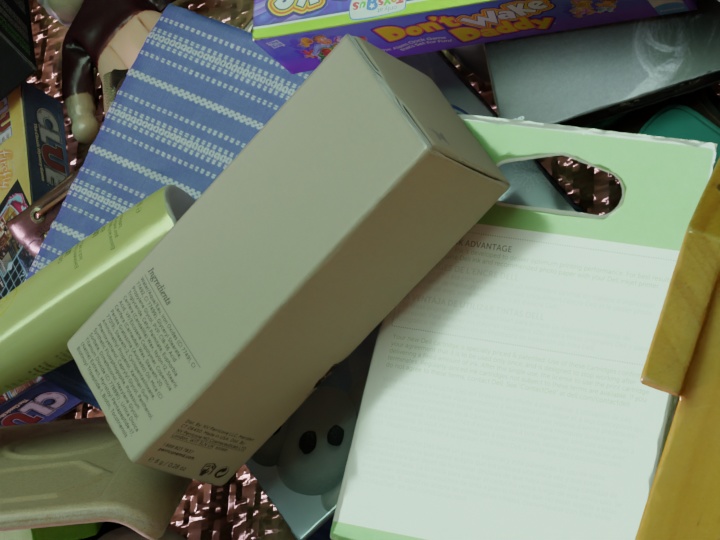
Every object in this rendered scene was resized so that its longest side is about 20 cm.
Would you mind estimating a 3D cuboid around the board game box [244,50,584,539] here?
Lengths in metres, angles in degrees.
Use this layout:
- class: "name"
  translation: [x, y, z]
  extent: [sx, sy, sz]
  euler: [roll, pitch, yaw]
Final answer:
- class: "board game box"
  translation: [0.000, 0.000, 1.153]
  extent: [0.200, 0.043, 0.199]
  euler: [-42, 59, 6]

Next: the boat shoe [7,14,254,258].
- class: "boat shoe"
  translation: [-0.105, -0.079, 1.228]
  extent: [0.200, 0.072, 0.072]
  euler: [-48, 3, 10]

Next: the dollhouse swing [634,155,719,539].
- class: "dollhouse swing"
  translation: [0.216, 0.059, 0.938]
  extent: [0.199, 0.176, 0.182]
  euler: [18, 38, 12]

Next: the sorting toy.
- class: "sorting toy"
  translation: [-0.181, 0.105, 1.131]
  extent: [0.199, 0.185, 0.037]
  euler: [-1, 100, 4]

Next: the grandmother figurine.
- class: "grandmother figurine"
  translation: [-0.128, -0.129, 1.342]
  extent: [0.121, 0.061, 0.200]
  euler: [-41, 49, -2]

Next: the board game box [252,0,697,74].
- class: "board game box"
  translation: [0.051, -0.173, 1.087]
  extent: [0.199, 0.045, 0.135]
  euler: [-7, 70, 23]

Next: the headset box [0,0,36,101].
- class: "headset box"
  translation: [-0.284, -0.122, 1.381]
  extent: [0.174, 0.093, 0.200]
  euler: [-39, 26, 10]

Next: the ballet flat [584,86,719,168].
- class: "ballet flat"
  translation: [0.137, -0.065, 1.096]
  extent: [0.068, 0.068, 0.200]
  euler: [-36, 56, 7]

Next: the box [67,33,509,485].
- class: "box"
  translation: [-0.034, -0.002, 1.055]
  extent: [0.200, 0.068, 0.082]
  euler: [-45, 54, 17]

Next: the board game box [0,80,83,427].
- class: "board game box"
  translation: [-0.216, 0.010, 1.315]
  extent: [0.135, 0.035, 0.200]
  euler: [-30, 51, 27]

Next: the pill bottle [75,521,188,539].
- class: "pill bottle"
  translation: [-0.132, 0.173, 1.115]
  extent: [0.200, 0.111, 0.111]
  euler: [0, 63, 35]

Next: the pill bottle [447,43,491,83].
- class: "pill bottle"
  translation: [0.099, -0.196, 1.181]
  extent: [0.200, 0.112, 0.112]
  euler: [-45, 46, 3]

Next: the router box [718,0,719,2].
- class: "router box"
  translation: [0.217, -0.150, 0.989]
  extent: [0.200, 0.049, 0.179]
  euler: [40, 46, 17]

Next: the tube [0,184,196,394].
- class: "tube"
  translation: [-0.159, 0.029, 1.137]
  extent: [0.200, 0.058, 0.052]
  euler: [-31, 57, 16]

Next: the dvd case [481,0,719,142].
- class: "dvd case"
  translation: [0.117, -0.168, 1.092]
  extent: [0.148, 0.016, 0.201]
  euler: [-17, 66, 17]

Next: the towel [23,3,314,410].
- class: "towel"
  translation: [-0.085, -0.022, 1.163]
  extent: [0.145, 0.024, 0.200]
  euler: [23, 85, 33]

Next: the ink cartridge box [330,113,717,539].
- class: "ink cartridge box"
  translation: [0.077, 0.038, 1.049]
  extent: [0.145, 0.048, 0.201]
  euler: [8, 78, 25]
